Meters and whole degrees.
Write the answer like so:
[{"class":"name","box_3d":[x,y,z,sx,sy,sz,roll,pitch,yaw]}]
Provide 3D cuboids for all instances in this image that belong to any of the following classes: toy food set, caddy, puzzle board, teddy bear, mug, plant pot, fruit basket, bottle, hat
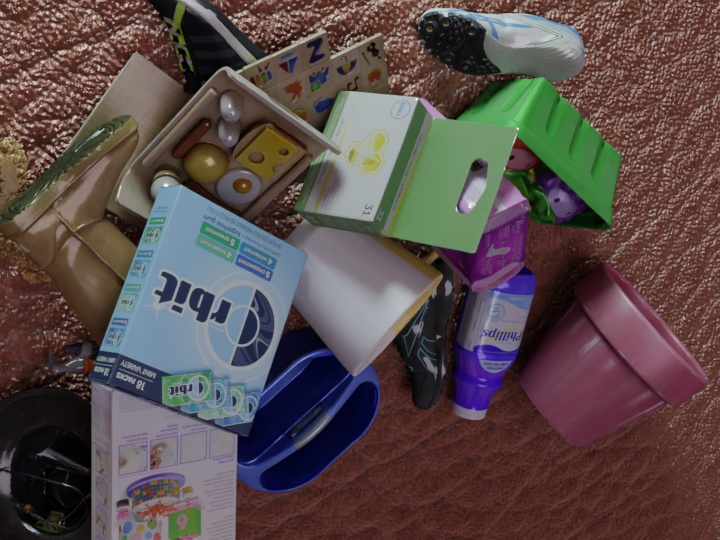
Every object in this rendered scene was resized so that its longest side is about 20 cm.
[{"class":"toy food set","box_3d":[-0.135,-0.099,1.099,0.143,0.061,0.200,32,125,-30]},{"class":"caddy","box_3d":[-0.071,0.166,1.260,0.200,0.105,0.141,-42,121,-3]},{"class":"puzzle board","box_3d":[-0.202,-0.112,1.146,0.200,0.017,0.151,35,92,-31]},{"class":"teddy bear","box_3d":[-0.381,-0.061,1.066,0.199,0.067,0.146,2,94,-22]},{"class":"mug","box_3d":[-0.007,0.007,1.212,0.153,0.187,0.150,41,115,8]},{"class":"plant pot","box_3d":[0.308,0.120,1.374,0.179,0.200,0.200,-42,122,15]},{"class":"fruit basket","box_3d":[0.180,-0.095,1.257,0.215,0.155,0.217,-4,97,-33]},{"class":"bottle","box_3d":[0.158,0.088,1.354,0.083,0.065,0.201,5,108,-27]},{"class":"hat","box_3d":[-0.320,0.220,1.177,0.200,0.081,0.202,2,96,15]}]

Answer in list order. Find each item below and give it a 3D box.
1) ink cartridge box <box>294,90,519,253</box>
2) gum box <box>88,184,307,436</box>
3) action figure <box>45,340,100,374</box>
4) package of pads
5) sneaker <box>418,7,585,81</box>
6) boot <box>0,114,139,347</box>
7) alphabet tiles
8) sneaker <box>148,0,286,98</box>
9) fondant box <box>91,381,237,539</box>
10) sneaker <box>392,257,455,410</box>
[{"class":"ink cartridge box","box_3d":[0.044,-0.104,1.101,0.048,0.199,0.146,39,67,-52]},{"class":"gum box","box_3d":[-0.155,0.042,1.069,0.170,0.044,0.201,28,72,-38]},{"class":"action figure","box_3d":[-0.241,0.122,1.175,0.193,0.105,0.201,26,97,-21]},{"class":"package of pads","box_3d":[0.095,-0.082,1.169,0.075,0.200,0.121,-27,144,-18]},{"class":"sneaker","box_3d":[0.158,-0.262,1.225,0.199,0.073,0.072,9,133,-14]},{"class":"boot","box_3d":[-0.236,-0.028,1.072,0.175,0.066,0.200,-43,120,-8]},{"class":"alphabet tiles","box_3d":[-0.054,-0.172,1.152,0.200,0.008,0.168,-30,138,-19]},{"class":"sneaker","box_3d":[-0.157,-0.217,1.090,0.200,0.072,0.083,38,91,-31]},{"class":"fondant box","box_3d":[-0.201,0.203,1.116,0.144,0.058,0.201,-5,100,-38]},{"class":"sneaker","box_3d":[0.069,0.076,1.320,0.079,0.075,0.201,2,109,-3]}]
